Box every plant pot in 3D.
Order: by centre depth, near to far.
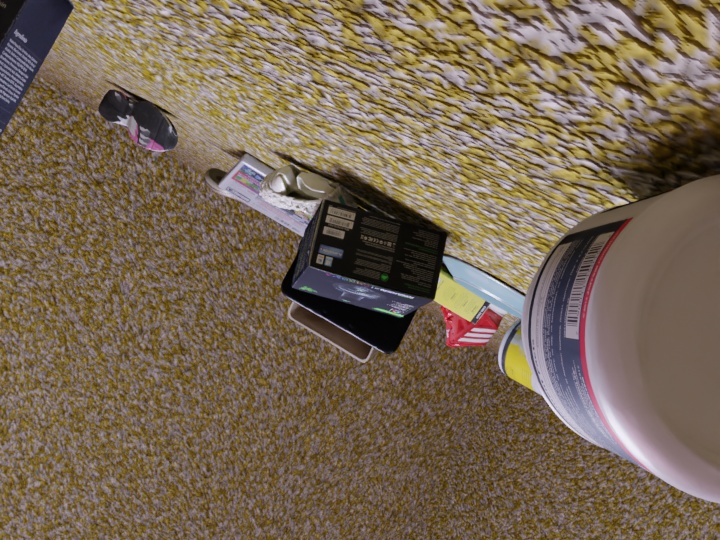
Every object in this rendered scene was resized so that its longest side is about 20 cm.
[{"bbox_3d":[0.000,0.050,1.937,0.198,0.202,0.177,29,-170,18],"label":"plant pot"}]

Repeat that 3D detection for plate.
[{"bbox_3d":[0.210,0.035,1.463,0.198,0.026,0.200,30,179,1],"label":"plate"}]

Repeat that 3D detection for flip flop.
[{"bbox_3d":[-0.212,-0.168,1.856,0.197,0.058,0.082,20,-150,-12],"label":"flip flop"}]

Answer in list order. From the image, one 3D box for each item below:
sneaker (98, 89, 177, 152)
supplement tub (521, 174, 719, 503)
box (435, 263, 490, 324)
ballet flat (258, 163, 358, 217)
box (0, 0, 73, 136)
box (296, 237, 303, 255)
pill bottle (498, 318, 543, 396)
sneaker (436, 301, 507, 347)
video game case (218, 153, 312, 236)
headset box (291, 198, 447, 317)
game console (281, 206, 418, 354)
[{"bbox_3d":[-0.412,-0.291,1.799,0.199,0.081,0.086,38,-166,29],"label":"sneaker"},{"bbox_3d":[0.162,0.032,0.478,0.139,0.142,0.200,29,178,0],"label":"supplement tub"},{"bbox_3d":[0.120,0.012,1.548,0.198,0.050,0.075,30,-163,-19],"label":"box"},{"bbox_3d":[-0.083,-0.122,1.351,0.198,0.073,0.072,21,173,40],"label":"ballet flat"},{"bbox_3d":[-0.453,-0.266,1.005,0.195,0.202,0.117,29,177,2],"label":"box"},{"bbox_3d":[-0.063,-0.009,2.137,0.162,0.087,0.201,30,-153,-14],"label":"box"},{"bbox_3d":[0.333,0.161,1.536,0.199,0.113,0.112,27,177,41],"label":"pill bottle"},{"bbox_3d":[0.157,0.068,1.677,0.198,0.117,0.078,29,178,11],"label":"sneaker"},{"bbox_3d":[-0.158,-0.138,1.749,0.198,0.023,0.182,31,160,-15],"label":"video game case"},{"bbox_3d":[0.005,-0.010,1.267,0.171,0.094,0.200,15,168,-9],"label":"headset box"},{"bbox_3d":[0.000,0.000,1.419,0.198,0.117,0.176,30,-155,-6],"label":"game console"}]
